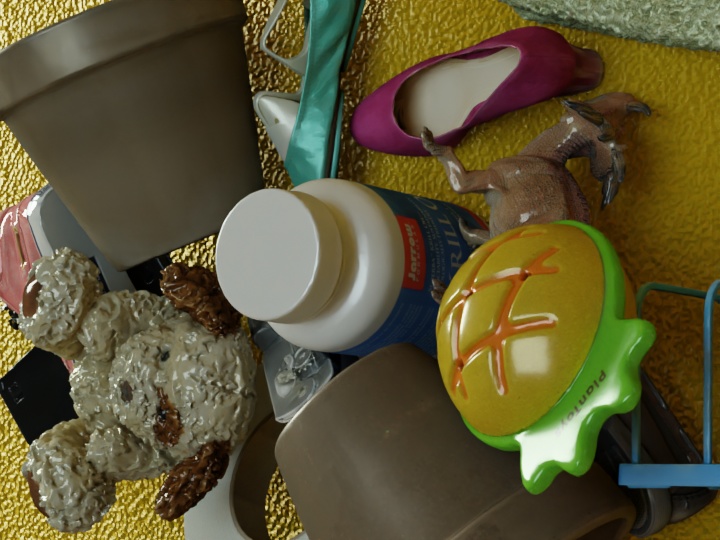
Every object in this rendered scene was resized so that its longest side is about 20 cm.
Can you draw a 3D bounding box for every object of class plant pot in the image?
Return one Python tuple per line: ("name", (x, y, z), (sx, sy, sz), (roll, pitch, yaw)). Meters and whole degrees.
("plant pot", (0.040, 0.144, 1.320), (0.175, 0.200, 0.200), (50, 116, 17))
("plant pot", (-0.154, -0.099, 1.542), (0.200, 0.200, 0.174), (-20, 92, 34))

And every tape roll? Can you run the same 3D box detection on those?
("tape roll", (-0.039, 0.144, 1.481), (0.203, 0.037, 0.203), (-24, 51, 34))

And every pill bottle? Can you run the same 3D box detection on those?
("pill bottle", (0.000, 0.000, 1.400), (0.112, 0.200, 0.112), (-4, 83, 35))

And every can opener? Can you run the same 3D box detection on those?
("can opener", (-0.041, 0.043, 1.487), (0.053, 0.067, 0.200), (-44, 29, 16))

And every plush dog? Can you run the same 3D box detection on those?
("plush dog", (-0.135, 0.083, 1.499), (0.172, 0.160, 0.200), (0, 91, 51))

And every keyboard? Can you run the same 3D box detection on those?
("keyboard", (-0.214, 0.045, 1.669), (0.200, 0.021, 0.127), (-40, 73, 27))

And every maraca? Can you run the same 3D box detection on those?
("maraca", (0.106, 0.045, 1.223), (0.137, 0.107, 0.200), (-58, 25, 15))

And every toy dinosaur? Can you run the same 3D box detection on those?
("toy dinosaur", (0.117, -0.031, 1.346), (0.135, 0.086, 0.200), (-10, 65, 20))

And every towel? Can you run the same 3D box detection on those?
("towel", (0.177, -0.219, 1.384), (0.200, 0.036, 0.149), (19, 100, 35))

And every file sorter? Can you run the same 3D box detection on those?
("file sorter", (0.269, 0.066, 1.244), (0.200, 0.139, 0.123), (-3, 84, 36))

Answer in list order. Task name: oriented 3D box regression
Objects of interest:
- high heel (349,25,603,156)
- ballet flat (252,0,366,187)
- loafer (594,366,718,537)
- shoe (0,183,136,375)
("high heel", (0.056, -0.117, 1.430), (0.200, 0.096, 0.067), (-6, 85, 36))
("ballet flat", (-0.039, -0.135, 1.513), (0.070, 0.067, 0.200), (9, 91, -4))
("loafer", (0.158, 0.077, 1.383), (0.200, 0.063, 0.072), (63, 151, 25))
("shoe", (-0.212, 0.035, 1.621), (0.091, 0.071, 0.200), (-16, 96, 53))
